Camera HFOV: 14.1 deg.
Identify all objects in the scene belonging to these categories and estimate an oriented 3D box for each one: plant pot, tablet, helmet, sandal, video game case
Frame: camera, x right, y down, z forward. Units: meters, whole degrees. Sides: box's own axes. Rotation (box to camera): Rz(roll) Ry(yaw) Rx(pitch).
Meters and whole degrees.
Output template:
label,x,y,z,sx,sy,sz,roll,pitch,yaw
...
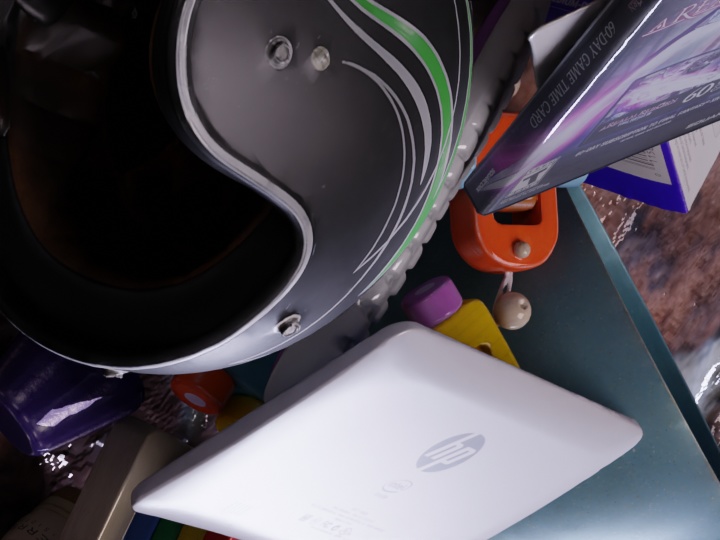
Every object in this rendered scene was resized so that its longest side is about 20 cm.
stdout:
label,x,y,z,sx,sy,sz,roll,pitch,yaw
plant pot,0.066,0.054,1.270,0.134,0.201,0.200,-27,147,7
tablet,0.015,0.074,1.104,0.130,0.014,0.200,-33,153,19
helmet,-0.055,-0.069,0.978,0.200,0.200,0.191,-41,137,-19
sandal,0.012,-0.038,1.082,0.203,0.050,0.083,-59,177,-23
video game case,0.131,-0.091,1.037,0.143,0.019,0.200,-22,165,-29

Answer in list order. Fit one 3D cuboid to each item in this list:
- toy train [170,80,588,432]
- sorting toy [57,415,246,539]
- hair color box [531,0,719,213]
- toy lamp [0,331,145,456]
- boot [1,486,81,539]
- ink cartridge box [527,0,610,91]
label,x,y,z,sx,sy,sz,roll,pitch,yaw
toy train,0.000,0.000,1.140,0.199,0.056,0.151,-6,87,-32
sorting toy,-0.066,0.187,1.189,0.199,0.069,0.201,37,76,-56
hair color box,0.146,-0.139,1.238,0.200,0.065,0.109,-58,151,-22
toy lamp,-0.065,-0.001,1.149,0.200,0.058,0.058,-41,146,-20
boot,-0.161,0.202,1.192,0.155,0.073,0.201,-29,136,-40
ink cartridge box,0.135,-0.142,1.044,0.200,0.067,0.117,-29,168,-1
